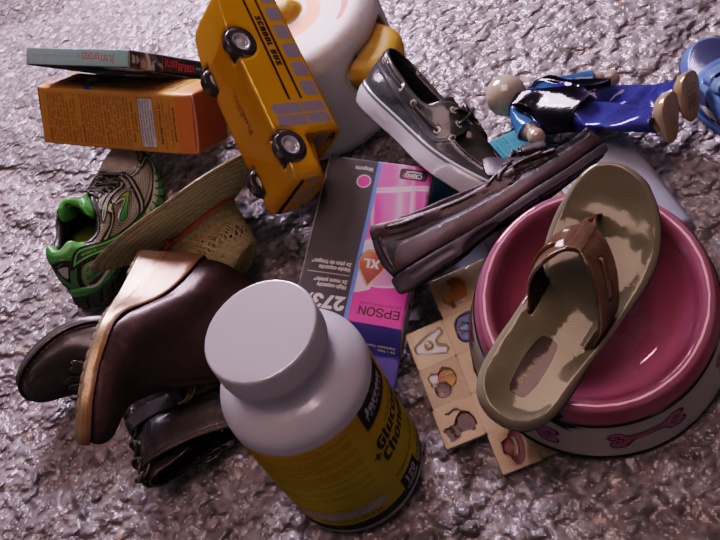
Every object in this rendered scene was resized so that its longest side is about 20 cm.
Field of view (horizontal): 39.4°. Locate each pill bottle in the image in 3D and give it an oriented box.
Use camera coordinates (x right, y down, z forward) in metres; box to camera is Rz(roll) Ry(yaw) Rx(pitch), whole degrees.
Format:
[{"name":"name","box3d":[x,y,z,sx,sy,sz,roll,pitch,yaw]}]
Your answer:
[{"name":"pill bottle","box3d":[-0.033,0.098,0.722,0.111,0.201,0.113,-12,50,15]}]

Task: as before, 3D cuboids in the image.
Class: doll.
[{"name":"doll","box3d":[0.199,-0.152,0.904,0.199,0.049,0.136,11,40,42]}]

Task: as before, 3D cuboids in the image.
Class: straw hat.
[{"name":"straw hat","box3d":[-0.146,-0.022,0.943,0.200,0.201,0.085,-36,91,-7]}]

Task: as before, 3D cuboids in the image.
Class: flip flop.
[{"name":"flip flop","box3d":[0.140,0.014,0.678,0.081,0.058,0.201,29,79,23]}]

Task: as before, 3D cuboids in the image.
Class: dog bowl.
[{"name":"dog bowl","box3d":[0.172,0.031,0.736,0.198,0.074,0.202,-6,67,14]}]

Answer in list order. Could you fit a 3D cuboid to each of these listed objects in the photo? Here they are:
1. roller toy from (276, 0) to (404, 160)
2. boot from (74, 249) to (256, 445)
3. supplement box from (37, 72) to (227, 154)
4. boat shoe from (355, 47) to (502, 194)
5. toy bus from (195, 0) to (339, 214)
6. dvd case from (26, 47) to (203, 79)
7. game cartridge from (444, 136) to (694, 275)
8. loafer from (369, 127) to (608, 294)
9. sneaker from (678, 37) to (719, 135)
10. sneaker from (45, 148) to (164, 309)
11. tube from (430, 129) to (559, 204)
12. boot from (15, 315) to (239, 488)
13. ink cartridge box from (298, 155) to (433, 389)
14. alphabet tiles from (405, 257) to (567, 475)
[{"name":"roller toy","box3d":[-0.055,-0.216,1.024,0.181,0.140,0.201,-27,48,2]},{"name":"boot","box3d":[-0.129,0.071,0.819,0.165,0.073,0.201,17,49,-3]},{"name":"supplement box","box3d":[-0.242,-0.167,1.064,0.198,0.069,0.067,5,24,23]},{"name":"boat shoe","box3d":[0.070,-0.126,0.877,0.200,0.068,0.057,44,120,32]},{"name":"toy bus","box3d":[-0.082,-0.152,0.885,0.078,0.065,0.201,-13,69,-37]},{"name":"dvd case","box3d":[-0.238,-0.222,1.097,0.145,0.199,0.022,8,100,29]},{"name":"game cartridge","box3d":[0.168,-0.026,0.845,0.199,0.042,0.134,-26,43,3]},{"name":"loafer","box3d":[0.098,-0.060,0.788,0.199,0.072,0.063,-34,84,3]},{"name":"sneaker","box3d":[0.325,-0.144,0.838,0.073,0.082,0.201,-22,46,7]},{"name":"sneaker","box3d":[-0.260,-0.063,1.029,0.077,0.086,0.201,-8,47,17]},{"name":"tube","box3d":[0.092,-0.076,0.915,0.199,0.051,0.078,-26,51,-5]},{"name":"boot","box3d":[-0.198,0.113,0.869,0.198,0.070,0.175,-23,47,-3]},{"name":"ink cartridge box","box3d":[0.000,0.000,0.844,0.094,0.037,0.202,8,67,9]},{"name":"alphabet tiles","box3d":[0.141,0.056,0.779,0.198,0.006,0.168,-23,65,6]}]
